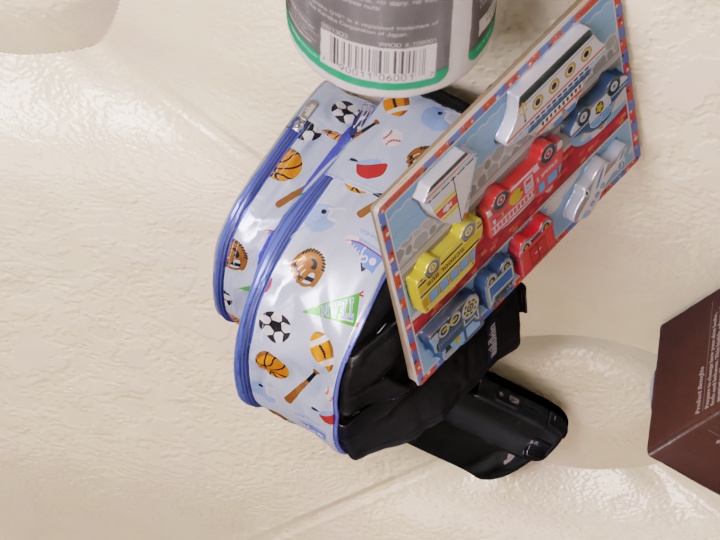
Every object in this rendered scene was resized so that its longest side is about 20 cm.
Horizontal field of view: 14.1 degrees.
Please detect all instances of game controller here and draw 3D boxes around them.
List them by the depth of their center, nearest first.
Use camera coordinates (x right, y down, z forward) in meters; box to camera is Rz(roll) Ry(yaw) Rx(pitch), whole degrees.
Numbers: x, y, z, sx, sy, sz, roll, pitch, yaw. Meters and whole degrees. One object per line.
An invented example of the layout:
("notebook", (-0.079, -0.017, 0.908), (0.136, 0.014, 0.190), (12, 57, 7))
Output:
("game controller", (0.033, 0.078, 1.879), (0.199, 0.042, 0.104), (27, 155, -19))

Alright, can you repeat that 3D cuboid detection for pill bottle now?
("pill bottle", (0.018, -0.191, 1.462), (0.113, 0.113, 0.200), (8, 143, 4))

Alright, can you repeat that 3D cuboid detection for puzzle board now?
("puzzle board", (0.085, -0.047, 1.579), (0.017, 0.200, 0.151), (30, 153, 30))

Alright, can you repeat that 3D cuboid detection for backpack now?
("backpack", (0.000, 0.000, 1.652), (0.153, 0.191, 0.200), (18, 145, 18))

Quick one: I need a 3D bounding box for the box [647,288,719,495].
("box", (0.261, 0.046, 1.721), (0.075, 0.100, 0.200), (31, 139, -24))
